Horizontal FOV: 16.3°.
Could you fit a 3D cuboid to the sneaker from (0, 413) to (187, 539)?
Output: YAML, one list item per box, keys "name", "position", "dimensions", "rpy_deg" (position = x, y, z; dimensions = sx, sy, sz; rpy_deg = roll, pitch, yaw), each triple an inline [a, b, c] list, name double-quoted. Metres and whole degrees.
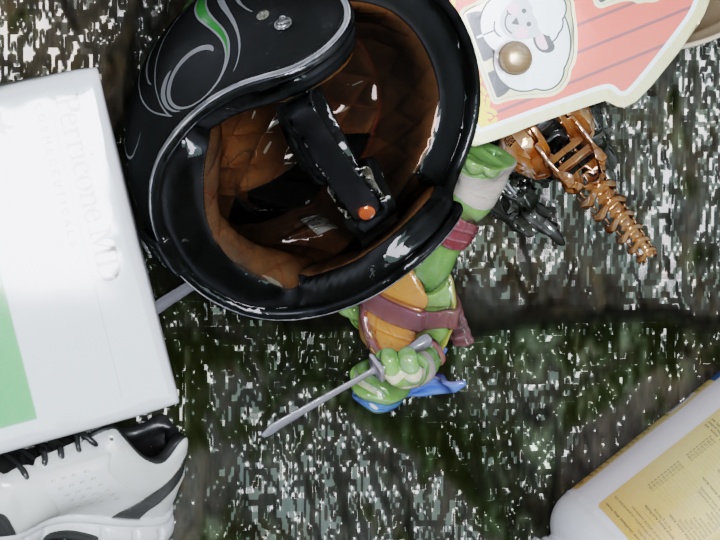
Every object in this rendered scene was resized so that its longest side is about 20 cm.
- name: "sneaker"
  position: [-0.187, 0.119, 1.497]
  dimensions: [0.199, 0.074, 0.081]
  rpy_deg: [1, 119, -44]

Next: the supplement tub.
- name: "supplement tub"
  position: [0.210, 0.167, 1.572]
  dimensions: [0.199, 0.145, 0.145]
  rpy_deg: [-37, 99, -5]

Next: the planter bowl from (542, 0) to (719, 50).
- name: "planter bowl"
  position: [0.164, -0.234, 1.540]
  dimensions: [0.198, 0.135, 0.202]
  rpy_deg: [-1, 94, -10]

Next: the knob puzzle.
- name: "knob puzzle"
  position: [0.124, -0.188, 1.451]
  dimensions: [0.218, 0.030, 0.222]
  rpy_deg: [-1, 96, -6]

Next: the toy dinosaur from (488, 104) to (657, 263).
- name: "toy dinosaur"
  position: [0.104, -0.080, 1.532]
  dimensions: [0.101, 0.136, 0.201]
  rpy_deg: [-18, 67, 3]

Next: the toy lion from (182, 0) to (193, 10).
- name: "toy lion"
  position: [-0.021, -0.194, 1.552]
  dimensions: [0.199, 0.069, 0.193]
  rpy_deg: [-22, 105, -8]

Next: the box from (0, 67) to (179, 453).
- name: "box"
  position: [-0.215, -0.002, 1.455]
  dimensions: [0.170, 0.200, 0.201]
  rpy_deg: [-15, 95, -10]

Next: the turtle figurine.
- name: "turtle figurine"
  position: [0.000, 0.000, 1.509]
  dimensions: [0.198, 0.144, 0.195]
  rpy_deg: [15, 110, -16]

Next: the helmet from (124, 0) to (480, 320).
- name: "helmet"
  position: [-0.032, -0.080, 1.399]
  dimensions: [0.198, 0.191, 0.202]
  rpy_deg: [2, 119, 3]
